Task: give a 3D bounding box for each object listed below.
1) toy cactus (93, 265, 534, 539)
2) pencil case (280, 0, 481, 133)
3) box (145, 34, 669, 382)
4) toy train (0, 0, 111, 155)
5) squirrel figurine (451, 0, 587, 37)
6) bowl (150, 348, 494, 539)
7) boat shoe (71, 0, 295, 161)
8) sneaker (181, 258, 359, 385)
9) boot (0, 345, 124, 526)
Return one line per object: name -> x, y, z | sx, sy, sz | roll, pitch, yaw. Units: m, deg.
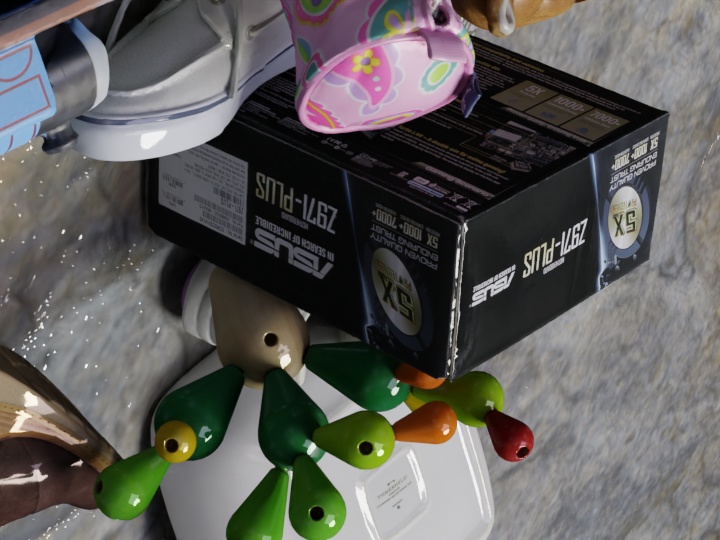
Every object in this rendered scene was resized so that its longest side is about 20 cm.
toy cactus -> -0.032, 0.065, 1.023 | 0.199, 0.166, 0.103 | -20, 139, -3
pencil case -> -0.007, -0.159, 0.946 | 0.087, 0.201, 0.088 | -13, 157, -5
box -> 0.020, -0.048, 1.050 | 0.163, 0.199, 0.087 | -29, 133, -43
toy train -> -0.178, -0.078, 0.831 | 0.199, 0.086, 0.115 | -31, 114, -36
squirrel figurine -> 0.074, -0.219, 1.103 | 0.199, 0.142, 0.188 | 11, 114, -42
bowl -> -0.004, 0.116, 1.195 | 0.200, 0.074, 0.201 | -35, 120, -35
boat shoe -> -0.064, -0.124, 0.995 | 0.202, 0.074, 0.087 | -34, 138, -41
sneaker -> 0.000, 0.000, 1.148 | 0.200, 0.099, 0.075 | -35, 146, -36
boot -> -0.205, 0.112, 0.988 | 0.167, 0.072, 0.200 | -49, 148, -1
